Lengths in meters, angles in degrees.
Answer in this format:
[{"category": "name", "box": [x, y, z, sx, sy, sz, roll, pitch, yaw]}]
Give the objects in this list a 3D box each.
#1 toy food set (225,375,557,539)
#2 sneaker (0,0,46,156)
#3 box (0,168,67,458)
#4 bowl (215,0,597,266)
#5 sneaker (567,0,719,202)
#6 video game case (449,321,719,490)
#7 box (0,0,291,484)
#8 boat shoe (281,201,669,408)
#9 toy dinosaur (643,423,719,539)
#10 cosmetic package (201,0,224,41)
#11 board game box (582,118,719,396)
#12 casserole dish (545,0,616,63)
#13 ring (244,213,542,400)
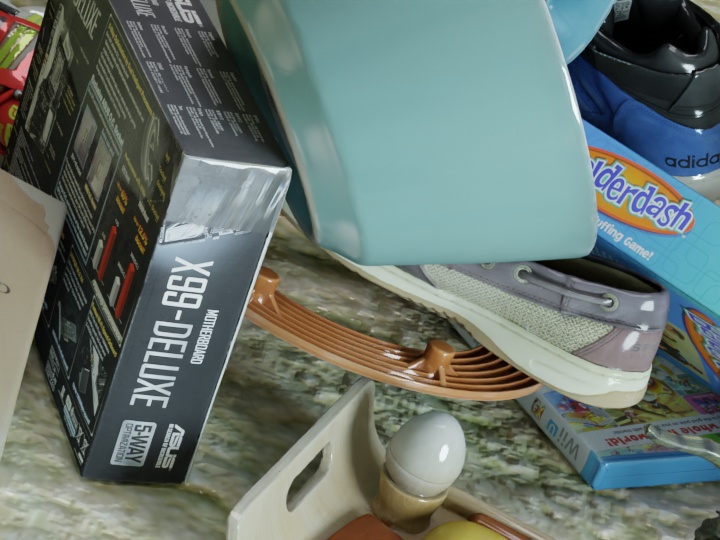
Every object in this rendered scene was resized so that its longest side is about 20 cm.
[{"category": "toy food set", "box": [0.060, 0.121, 1.018, 0.200, 0.060, 0.144, 26, 28, 12]}, {"category": "sneaker", "box": [-0.176, -0.090, 1.220, 0.200, 0.077, 0.085, 8, 36, -21]}, {"category": "box", "box": [-0.182, 0.029, 0.986, 0.095, 0.078, 0.200, 27, 27, -14]}, {"category": "bowl", "box": [0.009, -0.081, 1.023, 0.105, 0.201, 0.201, -21, 40, -7]}, {"category": "sneaker", "box": [0.137, -0.124, 1.414, 0.077, 0.111, 0.200, -19, 36, -21]}, {"category": "video game case", "box": [0.118, 0.036, 1.249, 0.143, 0.018, 0.200, 0, 34, -35]}, {"category": "box", "box": [-0.100, -0.032, 1.078, 0.050, 0.158, 0.200, 6, 31, -25]}, {"category": "boat shoe", "box": [0.049, -0.012, 1.127, 0.200, 0.065, 0.072, 32, 21, 20]}, {"category": "toy dinosaur", "box": [0.187, 0.125, 1.073, 0.200, 0.047, 0.088, 41, -11, -6]}, {"category": "cosmetic package", "box": [-0.038, -0.198, 1.365, 0.199, 0.123, 0.200, -5, 19, 23]}, {"category": "board game box", "box": [0.130, -0.008, 1.181, 0.200, 0.045, 0.152, 36, -8, 24]}, {"category": "casserole dish", "box": [0.076, -0.126, 1.353, 0.039, 0.200, 0.121, 44, 53, -15]}, {"category": "ring", "box": [0.000, 0.000, 1.165, 0.200, 0.019, 0.200, 21, 20, -8]}]
